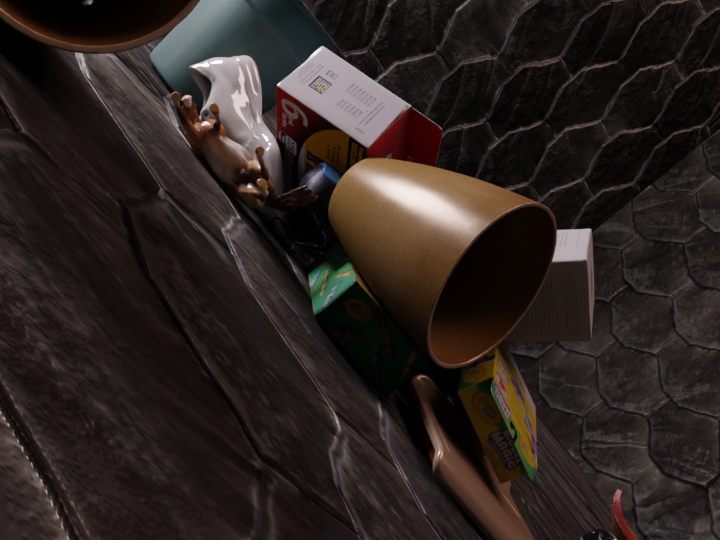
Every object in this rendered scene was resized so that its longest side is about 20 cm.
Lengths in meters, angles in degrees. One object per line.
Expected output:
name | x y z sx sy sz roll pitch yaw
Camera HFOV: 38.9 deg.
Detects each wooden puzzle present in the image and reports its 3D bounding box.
wooden puzzle | 0.115 0.216 1.060 0.185 0.037 0.200 50 10 -17

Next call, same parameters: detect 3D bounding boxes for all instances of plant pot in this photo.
plant pot | 0.066 -0.033 1.046 0.200 0.187 0.186 38 -2 33
plant pot | -0.217 -0.261 0.784 0.186 0.186 0.200 49 -8 -20
plant pot | -0.153 -0.285 1.318 0.200 0.196 0.200 51 5 -6

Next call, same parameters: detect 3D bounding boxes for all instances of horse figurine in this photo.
horse figurine | -0.135 -0.121 1.088 0.200 0.050 0.133 43 -12 5

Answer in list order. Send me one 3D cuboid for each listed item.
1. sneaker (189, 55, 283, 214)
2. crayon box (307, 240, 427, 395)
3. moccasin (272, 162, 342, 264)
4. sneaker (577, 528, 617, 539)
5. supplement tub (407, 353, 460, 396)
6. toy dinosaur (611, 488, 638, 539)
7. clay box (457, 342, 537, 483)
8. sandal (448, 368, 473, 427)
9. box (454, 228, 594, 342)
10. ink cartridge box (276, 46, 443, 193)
sneaker | -0.151 -0.155 1.192 0.075 0.088 0.201 -42 -119 57
crayon box | 0.003 0.045 1.122 0.119 0.058 0.200 49 6 -14
moccasin | -0.065 -0.061 1.182 0.080 0.068 0.200 38 -21 11
sneaker | 0.312 0.411 1.222 0.116 0.076 0.200 54 14 -21
supplement tub | 0.103 0.104 1.302 0.107 0.107 0.200 51 6 2
toy dinosaur | 0.382 0.420 1.320 0.181 0.201 0.105 20 15 14
clay box | 0.152 0.148 1.120 0.115 0.047 0.200 65 16 -9
sandal | 0.131 0.188 1.218 0.200 0.054 0.082 58 21 -49
box | 0.166 0.017 1.176 0.124 0.199 0.098 -50 136 -66
ink cartridge box | -0.007 -0.128 1.182 0.175 0.084 0.200 36 -27 16
